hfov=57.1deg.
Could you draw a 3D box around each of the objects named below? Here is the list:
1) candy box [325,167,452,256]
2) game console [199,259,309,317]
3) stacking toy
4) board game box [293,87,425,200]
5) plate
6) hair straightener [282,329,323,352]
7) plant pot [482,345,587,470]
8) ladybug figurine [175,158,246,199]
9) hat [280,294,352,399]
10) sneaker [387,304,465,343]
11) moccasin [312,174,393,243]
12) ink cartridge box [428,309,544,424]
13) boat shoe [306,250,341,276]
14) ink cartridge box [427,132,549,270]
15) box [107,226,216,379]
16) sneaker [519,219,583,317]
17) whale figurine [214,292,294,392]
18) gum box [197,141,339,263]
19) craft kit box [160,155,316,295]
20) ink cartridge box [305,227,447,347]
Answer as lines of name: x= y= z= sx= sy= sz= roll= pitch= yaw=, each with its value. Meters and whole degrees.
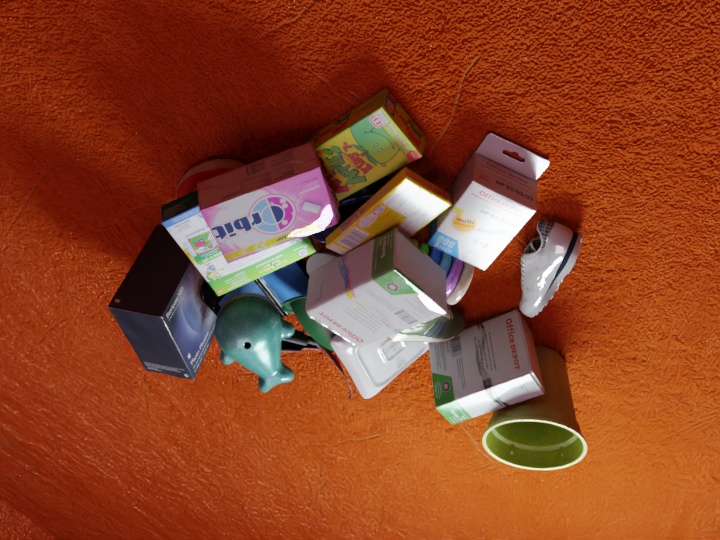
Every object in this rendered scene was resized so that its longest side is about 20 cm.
candy box: x=0.041 y=-0.077 z=1.041 sx=0.100 sy=0.027 sz=0.199 roll=21 pitch=137 yaw=-35
game console: x=-0.182 y=0.054 z=1.284 sx=0.117 sy=0.174 sz=0.202 roll=15 pitch=149 yaw=42
stacking toy: x=0.097 y=-0.023 z=1.148 sx=0.196 sy=0.087 sz=0.086 roll=28 pitch=139 yaw=-7
board game box: x=-0.008 y=-0.182 z=1.009 sx=0.197 sy=0.049 sz=0.101 roll=-23 pitch=128 yaw=36
plate: x=0.057 y=0.140 z=1.276 sx=0.032 sy=0.198 sz=0.202 roll=40 pitch=164 yaw=45
hair straightener: x=-0.099 y=0.140 z=1.362 sx=0.197 sy=0.041 sz=0.077 roll=17 pitch=124 yaw=-45
plant pot: x=0.344 y=0.262 z=1.312 sx=0.193 sy=0.188 sz=0.203 roll=8 pitch=142 yaw=7
ladybug figurine: x=-0.246 y=-0.116 z=1.135 sx=0.197 sy=0.073 sz=0.135 roll=-25 pitch=126 yaw=37
hat: x=-0.051 y=0.146 z=1.245 sx=0.196 sy=0.182 sz=0.163 roll=6 pitch=162 yaw=-42
sneaker: x=0.134 y=0.080 z=1.210 sx=0.195 sy=0.068 sz=0.091 roll=-1 pitch=139 yaw=-36
moccasin: x=-0.023 y=-0.097 z=1.094 sx=0.079 sy=0.070 sz=0.199 roll=32 pitch=137 yaw=-21
ink cartridge box: x=0.237 y=0.184 z=1.258 sx=0.196 sy=0.150 sz=0.083 roll=-24 pitch=133 yaw=24
boat shoe: x=0.000 y=0.000 z=1.208 sx=0.194 sy=0.064 sz=0.073 roll=15 pitch=106 yaw=7
ink cartridge box: x=0.196 y=-0.101 z=1.026 sx=0.112 sy=0.069 sz=0.201 roll=21 pitch=139 yaw=-9
box: x=-0.355 y=0.063 z=1.268 sx=0.119 sy=0.204 sz=0.201 roll=7 pitch=141 yaw=15
sneaker: x=0.303 y=-0.003 z=1.118 sx=0.078 sy=0.077 sz=0.203 roll=22 pitch=136 yaw=7
whale figurine: x=-0.194 y=0.146 z=1.240 sx=0.155 sy=0.104 sz=0.205 roll=-21 pitch=112 yaw=2
gum box: x=-0.133 y=-0.103 z=0.997 sx=0.194 sy=0.067 sz=0.115 roll=-19 pitch=137 yaw=0
craft kit box: x=-0.195 y=-0.067 z=1.092 sx=0.195 sy=0.049 sz=0.200 roll=-23 pitch=135 yaw=3
ink cartridge box: x=0.025 y=0.035 z=1.090 sx=0.197 sy=0.090 sz=0.144 roll=-27 pitch=133 yaw=34
